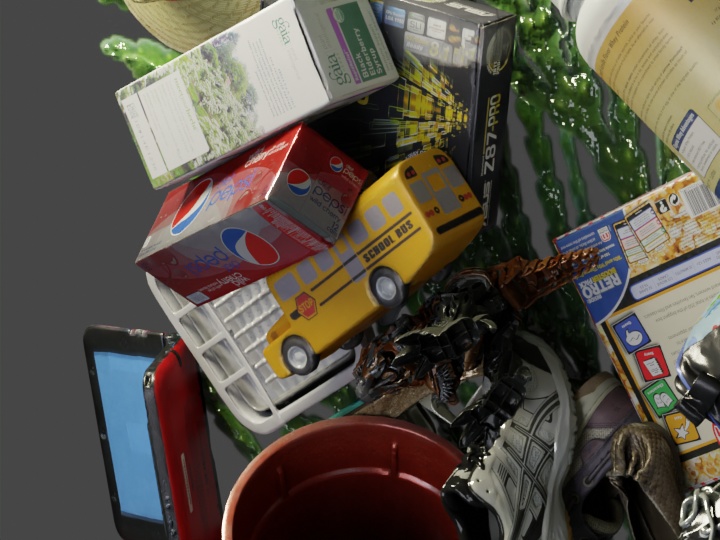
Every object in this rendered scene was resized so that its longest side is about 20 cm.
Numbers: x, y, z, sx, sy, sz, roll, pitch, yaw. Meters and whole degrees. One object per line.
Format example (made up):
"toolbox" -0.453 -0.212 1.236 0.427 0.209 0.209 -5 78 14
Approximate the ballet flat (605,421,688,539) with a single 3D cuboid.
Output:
"ballet flat" 0.215 0.202 1.586 0.067 0.046 0.202 -20 89 45

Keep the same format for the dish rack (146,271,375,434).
"dish rack" -0.072 0.026 1.790 0.172 0.043 0.200 56 143 1

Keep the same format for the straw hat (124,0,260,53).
"straw hat" -0.157 -0.253 1.754 0.200 0.085 0.203 14 114 33

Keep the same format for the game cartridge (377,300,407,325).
"game cartridge" 0.008 -0.073 1.725 0.133 0.041 0.201 40 126 25

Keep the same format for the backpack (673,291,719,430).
"backpack" 0.313 0.050 1.418 0.183 0.200 0.147 47 129 -5

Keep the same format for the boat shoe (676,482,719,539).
"boat shoe" 0.245 0.171 1.513 0.198 0.073 0.069 -25 77 29

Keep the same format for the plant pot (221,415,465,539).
"plant pot" 0.002 0.249 1.730 0.200 0.201 0.196 30 146 26

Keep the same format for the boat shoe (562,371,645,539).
"boat shoe" 0.160 0.171 1.671 0.065 0.072 0.201 34 118 30

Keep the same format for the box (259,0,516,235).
"box" 0.014 -0.126 1.646 0.199 0.049 0.163 21 117 32

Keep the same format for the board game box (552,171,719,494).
"board game box" 0.239 0.037 1.575 0.151 0.046 0.201 -26 90 41

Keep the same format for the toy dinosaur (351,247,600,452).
"toy dinosaur" 0.073 0.037 1.609 0.102 0.136 0.200 30 119 -11

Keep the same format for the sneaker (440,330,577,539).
"sneaker" 0.099 0.136 1.614 0.075 0.087 0.202 -27 60 53

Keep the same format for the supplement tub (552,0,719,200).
"supplement tub" 0.227 -0.147 1.453 0.200 0.144 0.145 47 128 14

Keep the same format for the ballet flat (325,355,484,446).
"ballet flat" 0.044 0.098 1.737 0.065 0.070 0.200 54 132 6

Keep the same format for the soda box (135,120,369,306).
"soda box" -0.080 -0.037 1.641 0.063 0.070 0.200 36 151 -21

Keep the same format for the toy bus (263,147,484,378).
"toy bus" 0.000 0.000 1.630 0.200 0.065 0.079 -38 83 41

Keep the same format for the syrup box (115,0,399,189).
"syrup box" -0.075 -0.131 1.631 0.199 0.081 0.079 -23 90 42

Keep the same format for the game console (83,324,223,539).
"game console" -0.184 0.159 1.910 0.118 0.172 0.202 -6 105 12
